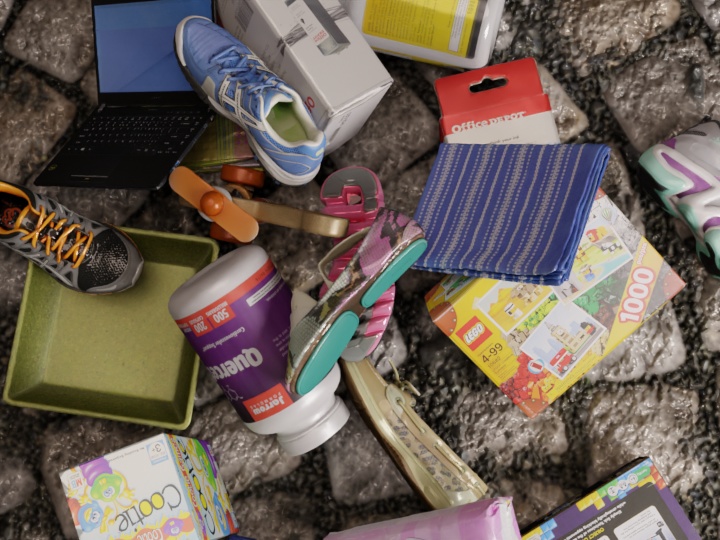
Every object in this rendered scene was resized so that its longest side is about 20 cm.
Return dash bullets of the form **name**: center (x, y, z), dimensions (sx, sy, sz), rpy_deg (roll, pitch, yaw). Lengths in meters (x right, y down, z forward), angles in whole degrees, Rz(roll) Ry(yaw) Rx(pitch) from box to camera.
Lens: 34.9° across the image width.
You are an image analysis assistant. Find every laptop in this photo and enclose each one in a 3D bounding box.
- **laptop**: center (-0.244, -0.186, 1.180), dimensions (0.177, 0.103, 0.200), rpy_deg (4, 48, 33)

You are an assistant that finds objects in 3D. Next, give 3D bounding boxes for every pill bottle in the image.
- **pill bottle**: center (0.048, -0.282, 1.210), dimensions (0.199, 0.112, 0.113), rpy_deg (15, 81, 6)
- **pill bottle**: center (-0.095, 0.082, 1.138), dimensions (0.112, 0.112, 0.200), rpy_deg (-33, 100, -3)

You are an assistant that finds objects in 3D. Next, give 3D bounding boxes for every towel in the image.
- **towel**: center (-0.172, -0.200, 1.256), dimensions (0.143, 0.023, 0.201), rpy_deg (-6, 79, 3)
- **towel**: center (0.130, -0.060, 1.082), dimensions (0.199, 0.024, 0.145), rpy_deg (6, 67, 42)

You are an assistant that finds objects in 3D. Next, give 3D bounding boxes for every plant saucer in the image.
- **plant saucer**: center (-0.255, 0.056, 1.203), dimensions (0.199, 0.048, 0.201), rpy_deg (8, 81, 5)

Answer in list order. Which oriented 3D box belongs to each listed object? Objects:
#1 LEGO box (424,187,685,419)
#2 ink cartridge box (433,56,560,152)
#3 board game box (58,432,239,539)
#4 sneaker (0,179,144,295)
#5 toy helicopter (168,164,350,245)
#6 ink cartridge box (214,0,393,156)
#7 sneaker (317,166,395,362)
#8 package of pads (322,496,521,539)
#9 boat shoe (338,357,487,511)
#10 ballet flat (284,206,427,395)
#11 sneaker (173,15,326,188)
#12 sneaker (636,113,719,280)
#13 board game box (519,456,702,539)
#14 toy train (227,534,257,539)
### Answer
- **LEGO box**: center (0.187, 0.019, 1.118), dimensions (0.200, 0.077, 0.149), rpy_deg (-43, 105, 10)
- **ink cartridge box**: center (0.151, -0.109, 1.194), dimensions (0.116, 0.067, 0.201), rpy_deg (-13, 80, 1)
- **board game box**: center (-0.195, 0.223, 1.091), dimensions (0.104, 0.200, 0.103), rpy_deg (-21, 79, -1)
- **sneaker**: center (-0.315, -0.035, 1.160), dimensions (0.199, 0.077, 0.079), rpy_deg (23, 80, 6)
- **toy helicopter**: center (-0.100, -0.061, 1.131), dimensions (0.199, 0.132, 0.079), rpy_deg (13, 92, 35)
- **ink cartridge box**: center (-0.069, -0.227, 1.176), dimensions (0.085, 0.146, 0.200), rpy_deg (-31, 84, -22)
- **sneaker**: center (0.000, 0.000, 1.168), dimensions (0.079, 0.095, 0.201), rpy_deg (0, 71, 6)
- **package of pads**: center (0.066, 0.292, 1.089), dimensions (0.199, 0.076, 0.121), rpy_deg (-18, 81, 26)
- **boat shoe**: center (0.049, 0.159, 1.157), dimensions (0.063, 0.073, 0.200), rpy_deg (-34, 90, -9)
- **ballet flat**: center (-0.020, 0.024, 1.083), dimensions (0.071, 0.069, 0.200), rpy_deg (37, 85, 20)
- **sneaker**: center (-0.102, -0.176, 1.119), dimensions (0.200, 0.077, 0.076), rpy_deg (47, 64, -2)
- **sneaker**: center (0.393, -0.074, 1.167), dimensions (0.140, 0.078, 0.200), rpy_deg (-35, 80, -2)
- **board game box**: center (0.241, 0.304, 1.122), dimensions (0.200, 0.057, 0.166), rpy_deg (-31, 81, -2)
- **toy train**: center (-0.109, 0.368, 1.099), dimensions (0.115, 0.085, 0.201), rpy_deg (14, 80, 33)
